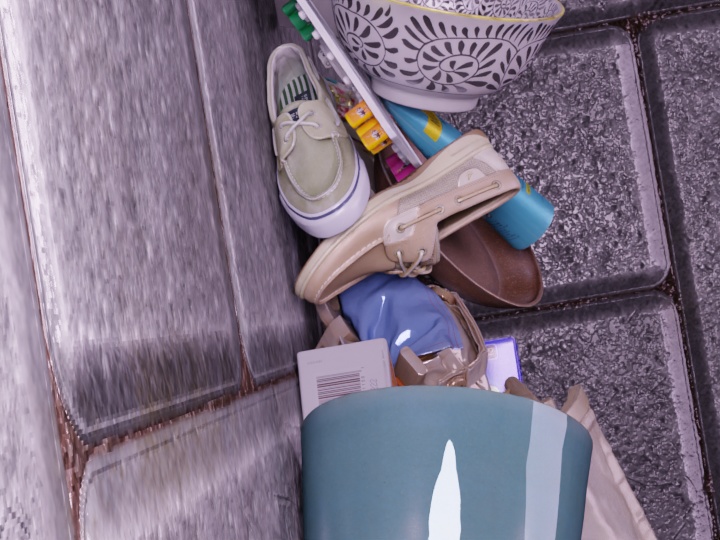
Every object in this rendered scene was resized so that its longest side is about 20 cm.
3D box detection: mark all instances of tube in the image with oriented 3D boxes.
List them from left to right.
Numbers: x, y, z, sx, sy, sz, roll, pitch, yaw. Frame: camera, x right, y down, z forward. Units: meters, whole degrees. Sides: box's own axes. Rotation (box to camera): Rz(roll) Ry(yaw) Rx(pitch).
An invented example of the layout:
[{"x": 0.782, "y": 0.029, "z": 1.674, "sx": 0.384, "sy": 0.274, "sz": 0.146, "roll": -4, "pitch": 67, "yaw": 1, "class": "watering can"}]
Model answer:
[{"x": 0.080, "y": -0.096, "z": 1.648, "sx": 0.200, "sy": 0.050, "sz": 0.077, "roll": 39, "pitch": 3, "yaw": -23, "class": "tube"}]

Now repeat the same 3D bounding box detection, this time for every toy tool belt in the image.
[{"x": 0.021, "y": 0.045, "z": 1.584, "sx": 0.200, "sy": 0.125, "sz": 0.123, "roll": 51, "pitch": 0, "yaw": 40, "class": "toy tool belt"}]

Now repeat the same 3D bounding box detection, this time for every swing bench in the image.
[{"x": 0.160, "y": 0.204, "z": 1.573, "sx": 0.200, "sy": 0.129, "sz": 0.200, "roll": 63, "pitch": -20, "yaw": -10, "class": "swing bench"}]

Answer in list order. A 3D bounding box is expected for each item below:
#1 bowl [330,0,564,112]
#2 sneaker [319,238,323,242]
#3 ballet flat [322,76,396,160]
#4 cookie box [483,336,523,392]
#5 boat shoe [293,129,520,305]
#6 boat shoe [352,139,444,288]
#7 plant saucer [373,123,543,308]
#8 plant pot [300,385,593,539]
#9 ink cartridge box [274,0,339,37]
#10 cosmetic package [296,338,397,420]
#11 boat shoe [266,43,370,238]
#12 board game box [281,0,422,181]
[{"x": 0.059, "y": -0.185, "z": 1.565, "sx": 0.201, "sy": 0.199, "sz": 0.095, "roll": -88, "pitch": -172, "yaw": -72, "class": "bowl"}, {"x": 0.000, "y": 0.000, "z": 1.779, "sx": 0.100, "sy": 0.077, "sz": 0.201, "roll": 80, "pitch": 4, "yaw": -55, "class": "sneaker"}, {"x": 0.028, "y": -0.109, "z": 1.778, "sx": 0.076, "sy": 0.199, "sz": 0.064, "roll": 104, "pitch": 12, "yaw": -54, "class": "ballet flat"}, {"x": 0.073, "y": 0.173, "z": 1.736, "sx": 0.075, "sy": 0.170, "sz": 0.202, "roll": 35, "pitch": 47, "yaw": -81, "class": "cookie box"}, {"x": 0.037, "y": -0.030, "z": 1.515, "sx": 0.065, "sy": 0.199, "sz": 0.072, "roll": 50, "pitch": -16, "yaw": 12, "class": "boat shoe"}, {"x": 0.002, "y": -0.055, "z": 1.688, "sx": 0.200, "sy": 0.059, "sz": 0.072, "roll": 48, "pitch": 18, "yaw": -2, "class": "boat shoe"}, {"x": 0.076, "y": -0.039, "z": 1.665, "sx": 0.200, "sy": 0.037, "sz": 0.201, "roll": 39, "pitch": 24, "yaw": -21, "class": "plant saucer"}, {"x": 0.052, "y": 0.187, "z": 1.278, "sx": 0.201, "sy": 0.199, "sz": 0.162, "roll": 73, "pitch": 19, "yaw": -63, "class": "plant pot"}, {"x": 0.000, "y": -0.320, "z": 1.694, "sx": 0.144, "sy": 0.146, "sz": 0.202, "roll": -155, "pitch": -129, "yaw": -65, "class": "ink cartridge box"}, {"x": 0.004, "y": 0.150, "z": 1.487, "sx": 0.201, "sy": 0.071, "sz": 0.102, "roll": 76, "pitch": 5, "yaw": -55, "class": "cosmetic package"}, {"x": -0.044, "y": -0.103, "z": 1.516, "sx": 0.062, "sy": 0.072, "sz": 0.201, "roll": 58, "pitch": 8, "yaw": -39, "class": "boat shoe"}, {"x": -0.020, "y": -0.160, "z": 1.524, "sx": 0.201, "sy": 0.026, "sz": 0.200, "roll": 56, "pitch": 4, "yaw": 13, "class": "board game box"}]
